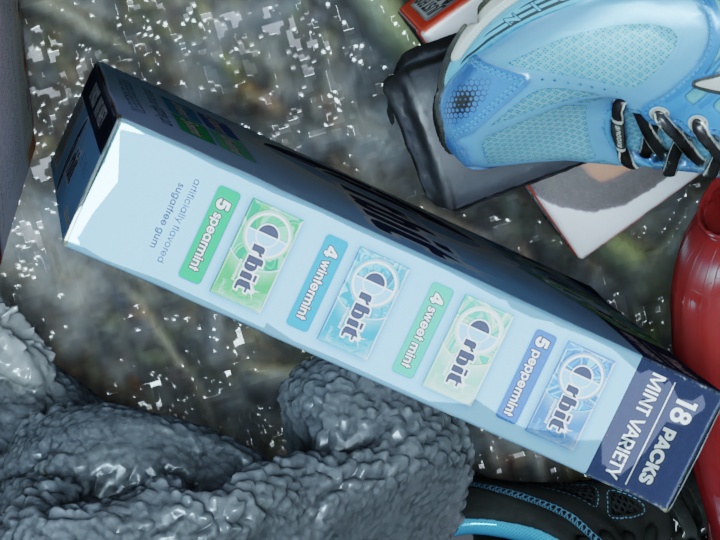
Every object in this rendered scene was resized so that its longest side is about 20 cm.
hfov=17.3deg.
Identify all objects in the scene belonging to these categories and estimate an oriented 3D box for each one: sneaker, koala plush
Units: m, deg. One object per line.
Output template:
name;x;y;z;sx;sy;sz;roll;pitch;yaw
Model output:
sneaker;0.085;0.108;0.852;0.200;0.082;0.073;-1;102;-8
koala plush;-0.101;0.088;0.778;0.184;0.200;0.177;-6;120;-45
sneaker;0.118;-0.048;0.690;0.200;0.078;0.090;-5;67;14

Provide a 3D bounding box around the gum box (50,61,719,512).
gum box;0.000;0.000;0.768;0.200;0.170;0.045;24;96;-12

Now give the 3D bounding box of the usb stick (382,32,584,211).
usb stick;0.106;-0.075;0.770;0.200;0.033;0.056;-20;98;-2

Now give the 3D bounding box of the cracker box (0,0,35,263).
cracker box;-0.137;-0.080;0.717;0.058;0.200;0.134;-5;104;-4

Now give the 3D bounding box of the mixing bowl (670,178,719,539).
mixing bowl;0.178;0.004;0.774;0.200;0.200;0.108;-33;108;2

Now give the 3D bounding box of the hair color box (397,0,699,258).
hair color box;0.124;-0.105;0.815;0.200;0.061;0.102;-36;106;4
